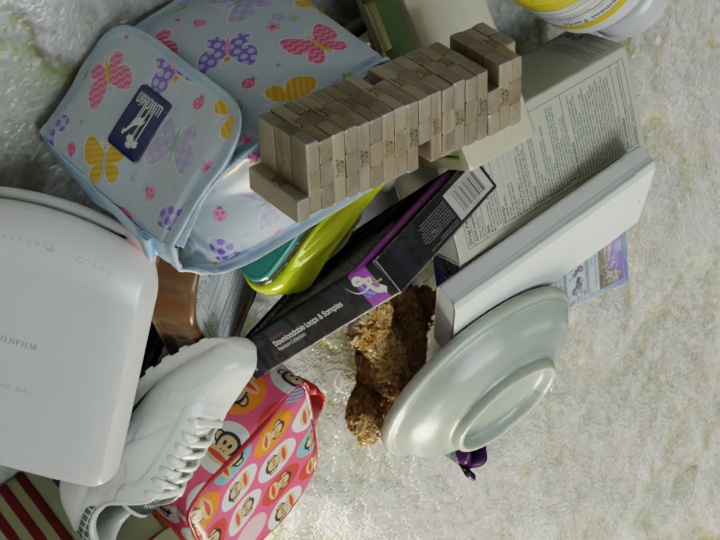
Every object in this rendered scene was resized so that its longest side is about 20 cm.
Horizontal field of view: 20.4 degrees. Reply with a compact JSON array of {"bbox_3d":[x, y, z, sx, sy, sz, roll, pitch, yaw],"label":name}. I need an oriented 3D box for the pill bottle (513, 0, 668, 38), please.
[{"bbox_3d":[0.155,-0.247,1.522,0.200,0.111,0.112,22,106,-50],"label":"pill bottle"}]

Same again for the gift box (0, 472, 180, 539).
[{"bbox_3d":[-0.222,0.280,1.554,0.200,0.187,0.185,-38,140,-14],"label":"gift box"}]

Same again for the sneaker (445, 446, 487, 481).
[{"bbox_3d":[0.130,0.090,1.802,0.074,0.088,0.201,11,114,-47],"label":"sneaker"}]

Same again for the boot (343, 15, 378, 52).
[{"bbox_3d":[-0.027,-0.123,1.503,0.199,0.075,0.108,-34,120,-8],"label":"boot"}]

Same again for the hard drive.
[{"bbox_3d":[0.147,-0.014,1.613,0.199,0.026,0.132,-35,163,-11],"label":"hard drive"}]

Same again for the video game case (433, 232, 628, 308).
[{"bbox_3d":[0.142,-0.050,1.695,0.180,0.045,0.201,-23,122,-27],"label":"video game case"}]

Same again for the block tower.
[{"bbox_3d":[0.022,-0.100,1.304,0.199,0.054,0.058,-27,132,-29],"label":"block tower"}]

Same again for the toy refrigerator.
[{"bbox_3d":[0.048,-0.175,1.438,0.070,0.076,0.201,-30,109,-21],"label":"toy refrigerator"}]

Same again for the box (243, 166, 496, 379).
[{"bbox_3d":[0.000,0.000,1.498,0.200,0.036,0.143,-30,-167,49],"label":"box"}]

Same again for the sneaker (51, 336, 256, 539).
[{"bbox_3d":[-0.142,0.125,1.466,0.200,0.081,0.076,-42,147,22],"label":"sneaker"}]

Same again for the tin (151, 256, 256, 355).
[{"bbox_3d":[-0.112,0.008,1.475,0.200,0.042,0.113,77,35,-70],"label":"tin"}]

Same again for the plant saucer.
[{"bbox_3d":[0.108,0.099,1.670,0.200,0.050,0.200,-34,158,-16],"label":"plant saucer"}]

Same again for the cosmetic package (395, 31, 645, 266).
[{"bbox_3d":[0.124,-0.100,1.583,0.199,0.073,0.104,-29,122,-23],"label":"cosmetic package"}]

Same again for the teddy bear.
[{"bbox_3d":[0.030,0.073,1.689,0.145,0.066,0.201,-60,156,-54],"label":"teddy bear"}]

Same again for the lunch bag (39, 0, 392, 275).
[{"bbox_3d":[-0.096,-0.101,1.361,0.199,0.170,0.128,-33,139,-19],"label":"lunch bag"}]

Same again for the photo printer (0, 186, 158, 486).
[{"bbox_3d":[-0.229,0.040,1.378,0.165,0.070,0.201,16,119,-1],"label":"photo printer"}]

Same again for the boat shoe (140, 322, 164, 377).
[{"bbox_3d":[-0.166,0.033,1.498,0.075,0.060,0.201,4,119,-45],"label":"boat shoe"}]

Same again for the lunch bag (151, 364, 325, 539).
[{"bbox_3d":[-0.095,0.151,1.611,0.176,0.082,0.200,-45,158,-22],"label":"lunch bag"}]

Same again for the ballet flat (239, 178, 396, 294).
[{"bbox_3d":[-0.012,-0.062,1.458,0.067,0.067,0.200,23,109,-47],"label":"ballet flat"}]
